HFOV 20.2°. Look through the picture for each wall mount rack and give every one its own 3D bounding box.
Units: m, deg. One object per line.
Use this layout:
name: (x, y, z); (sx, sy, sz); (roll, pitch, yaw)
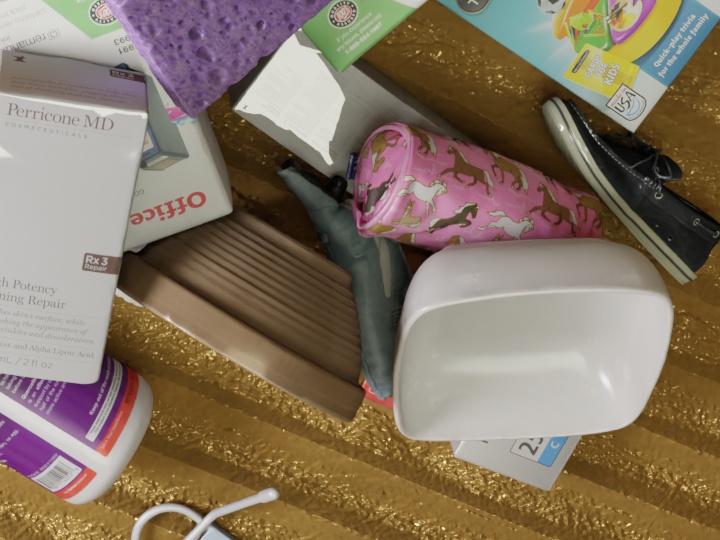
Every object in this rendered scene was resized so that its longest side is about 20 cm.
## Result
wall mount rack: (-0.086, 0.253, 1.654); (0.200, 0.075, 0.174); (39, 105, -22)

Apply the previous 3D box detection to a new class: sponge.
sponge: (-0.063, -0.201, 1.297); (0.200, 0.030, 0.112); (-42, 136, -7)

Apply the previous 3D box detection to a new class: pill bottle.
pill bottle: (-0.263, 0.085, 1.533); (0.199, 0.113, 0.113); (35, 106, -20)

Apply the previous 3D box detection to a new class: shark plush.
shark plush: (0.000, 0.000, 1.505); (0.090, 0.084, 0.201); (12, 140, 32)

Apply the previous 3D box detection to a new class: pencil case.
pencil case: (0.086, -0.042, 1.477); (0.199, 0.086, 0.084); (17, 71, -31)

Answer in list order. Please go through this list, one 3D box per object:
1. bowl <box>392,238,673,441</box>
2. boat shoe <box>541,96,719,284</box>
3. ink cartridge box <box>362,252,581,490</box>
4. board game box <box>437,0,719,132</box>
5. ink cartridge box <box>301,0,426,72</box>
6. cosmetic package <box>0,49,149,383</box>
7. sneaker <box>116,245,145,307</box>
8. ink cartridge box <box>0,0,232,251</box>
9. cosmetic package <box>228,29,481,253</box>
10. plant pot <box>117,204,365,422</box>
bowl: (0.119, 0.043, 1.470); (0.197, 0.075, 0.201); (-3, 147, -5)
boat shoe: (0.210, -0.071, 1.545); (0.062, 0.075, 0.200); (-43, 118, 7)
ink cartridge box: (0.119, 0.059, 1.607); (0.175, 0.045, 0.201); (22, 110, -17)
board game box: (0.166, -0.218, 1.483); (0.199, 0.047, 0.151); (30, 107, -19)
ink cartridge box: (-0.024, -0.264, 1.394); (0.146, 0.084, 0.200); (-38, 103, 15)
cosmetic package: (-0.203, -0.033, 1.321); (0.101, 0.074, 0.202); (7, 117, -12)
sneaker: (-0.131, -0.014, 1.533); (0.199, 0.078, 0.100); (27, 102, -27)
ink cartridge box: (-0.186, -0.115, 1.371); (0.144, 0.088, 0.201); (-18, 119, 1)
cosmetic package: (0.003, -0.104, 1.513); (0.199, 0.051, 0.083); (35, 103, -21)
plant pot: (-0.070, 0.018, 1.418); (0.200, 0.201, 0.093); (31, 90, -19)
